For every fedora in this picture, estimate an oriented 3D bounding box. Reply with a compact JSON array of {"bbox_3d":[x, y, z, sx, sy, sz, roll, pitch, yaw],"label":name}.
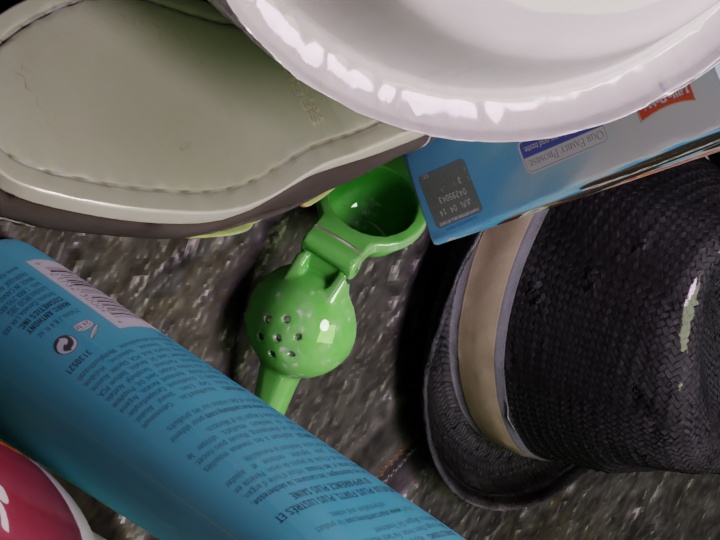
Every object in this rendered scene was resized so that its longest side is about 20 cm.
[{"bbox_3d":[0.108,0.020,1.062,0.200,0.091,0.201,-36,141,-35],"label":"fedora"}]

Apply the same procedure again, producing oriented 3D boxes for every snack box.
[{"bbox_3d":[0.114,-0.059,0.923,0.200,0.116,0.037,-19,87,-52],"label":"snack box"}]

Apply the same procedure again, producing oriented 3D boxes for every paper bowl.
[{"bbox_3d":[0.040,-0.132,0.743,0.199,0.104,0.202,-6,110,-17],"label":"paper bowl"}]

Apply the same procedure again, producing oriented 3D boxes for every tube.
[{"bbox_3d":[-0.035,0.055,0.776,0.077,0.199,0.051,-15,127,-48],"label":"tube"}]

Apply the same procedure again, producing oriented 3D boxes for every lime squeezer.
[{"bbox_3d":[0.000,0.000,0.943,0.201,0.038,0.071,-60,150,-3],"label":"lime squeezer"}]

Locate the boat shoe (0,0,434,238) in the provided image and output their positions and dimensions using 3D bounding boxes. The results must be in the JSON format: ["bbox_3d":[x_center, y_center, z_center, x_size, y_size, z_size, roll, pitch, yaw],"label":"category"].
[{"bbox_3d":[-0.048,-0.040,0.806,0.060,0.072,0.201,-34,167,39],"label":"boat shoe"}]

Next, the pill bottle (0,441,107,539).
[{"bbox_3d":[-0.131,0.084,0.745,0.110,0.109,0.200,-58,150,-4],"label":"pill bottle"}]
